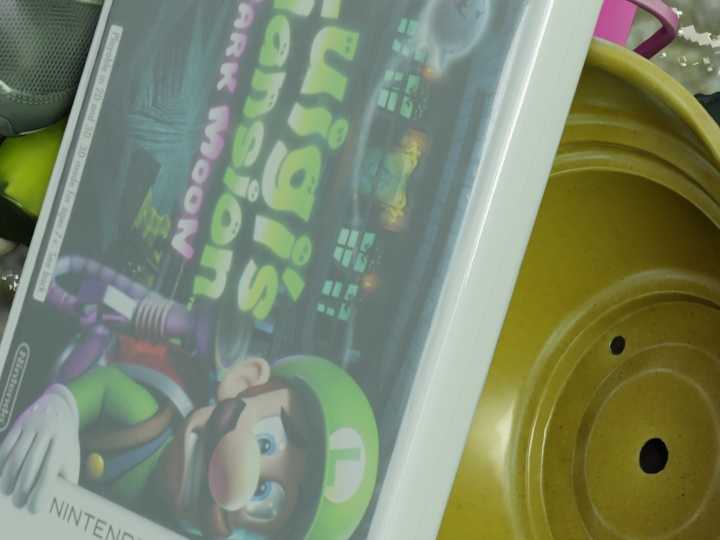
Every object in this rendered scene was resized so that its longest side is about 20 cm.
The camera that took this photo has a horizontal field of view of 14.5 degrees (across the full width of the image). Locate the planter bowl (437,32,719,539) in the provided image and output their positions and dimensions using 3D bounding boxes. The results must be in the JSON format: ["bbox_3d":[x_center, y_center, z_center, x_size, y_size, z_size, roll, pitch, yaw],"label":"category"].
[{"bbox_3d":[0.055,0.043,0.746,0.200,0.083,0.201,-15,68,43],"label":"planter bowl"}]

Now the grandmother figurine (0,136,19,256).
[{"bbox_3d":[-0.159,-0.022,0.949,0.121,0.061,0.200,21,80,45],"label":"grandmother figurine"}]

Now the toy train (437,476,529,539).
[{"bbox_3d":[0.006,0.098,0.836,0.200,0.085,0.114,35,100,4],"label":"toy train"}]

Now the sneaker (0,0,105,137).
[{"bbox_3d":[-0.073,-0.135,0.863,0.074,0.085,0.200,30,69,-18],"label":"sneaker"}]

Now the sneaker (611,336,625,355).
[{"bbox_3d":[0.000,0.000,0.880,0.200,0.079,0.089,41,100,1],"label":"sneaker"}]

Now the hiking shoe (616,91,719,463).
[{"bbox_3d":[0.126,0.042,0.803,0.086,0.074,0.201,-11,71,24],"label":"hiking shoe"}]

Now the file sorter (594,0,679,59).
[{"bbox_3d":[0.057,-0.171,0.889,0.139,0.125,0.201,22,77,-9],"label":"file sorter"}]

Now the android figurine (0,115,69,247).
[{"bbox_3d":[-0.084,-0.110,0.924,0.182,0.041,0.200,41,65,-14],"label":"android figurine"}]

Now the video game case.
[{"bbox_3d":[-0.030,0.000,0.770,0.182,0.023,0.201,19,92,47],"label":"video game case"}]
